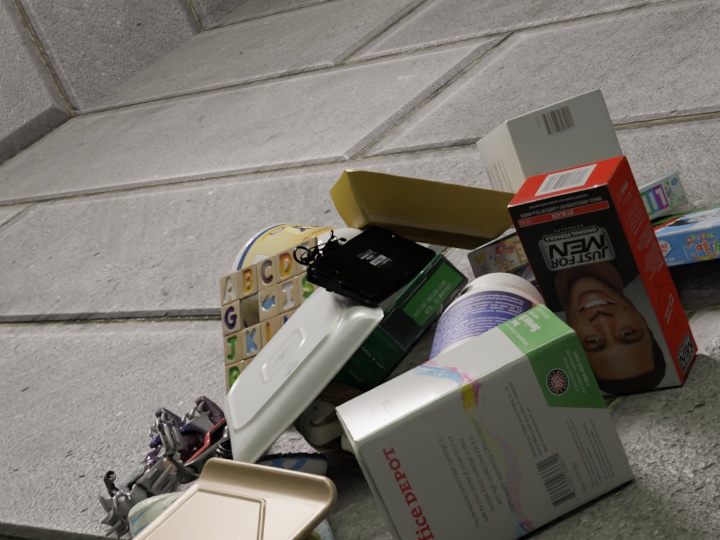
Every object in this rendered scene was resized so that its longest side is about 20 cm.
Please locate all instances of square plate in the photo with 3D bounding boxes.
[{"bbox_3d":[-0.064,0.087,1.566,0.200,0.028,0.198,-48,13,4],"label":"square plate"}]

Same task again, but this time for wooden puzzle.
[{"bbox_3d":[-0.133,0.245,1.396,0.184,0.037,0.200,1,38,47],"label":"wooden puzzle"}]

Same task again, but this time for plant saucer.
[{"bbox_3d":[0.068,-0.060,1.771,0.198,0.049,0.200,9,-5,-5],"label":"plant saucer"}]

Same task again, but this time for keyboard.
[{"bbox_3d":[0.000,0.000,1.596,0.103,0.040,0.200,25,19,14],"label":"keyboard"}]

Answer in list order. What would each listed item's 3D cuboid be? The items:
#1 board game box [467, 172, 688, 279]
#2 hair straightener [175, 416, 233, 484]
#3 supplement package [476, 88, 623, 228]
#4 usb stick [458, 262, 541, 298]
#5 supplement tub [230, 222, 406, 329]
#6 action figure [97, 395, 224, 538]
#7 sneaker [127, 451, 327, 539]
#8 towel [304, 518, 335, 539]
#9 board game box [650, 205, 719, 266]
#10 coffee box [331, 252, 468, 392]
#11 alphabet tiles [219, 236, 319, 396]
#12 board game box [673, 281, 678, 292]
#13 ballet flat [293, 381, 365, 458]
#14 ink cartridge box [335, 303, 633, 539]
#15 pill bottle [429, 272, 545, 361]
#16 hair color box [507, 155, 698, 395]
[{"bbox_3d":[0.225,-0.044,1.724,0.134,0.035,0.199,-23,2,-43],"label":"board game box"},{"bbox_3d":[-0.128,0.168,1.630,0.076,0.041,0.200,-21,1,19],"label":"hair straightener"},{"bbox_3d":[0.209,-0.119,1.817,0.113,0.111,0.200,-19,0,-7],"label":"supplement package"},{"bbox_3d":[0.158,0.018,1.676,0.055,0.033,0.200,-47,11,-30],"label":"usb stick"},{"bbox_3d":[-0.040,0.024,1.808,0.144,0.145,0.199,-35,22,-26],"label":"supplement tub"},{"bbox_3d":[-0.208,0.197,1.673,0.130,0.070,0.200,-34,7,26],"label":"action figure"},{"bbox_3d":[-0.118,0.222,1.541,0.198,0.073,0.072,-20,-11,-20],"label":"sneaker"},{"bbox_3d":[-0.111,0.274,1.408,0.198,0.048,0.171,-26,23,-2],"label":"towel"},{"bbox_3d":[0.352,-0.039,1.595,0.198,0.037,0.151,-10,7,35],"label":"board game box"},{"bbox_3d":[0.022,0.077,1.603,0.123,0.044,0.200,-45,-5,-40],"label":"coffee box"},{"bbox_3d":[-0.082,0.063,1.725,0.007,0.169,0.199,10,-22,-40],"label":"alphabet tiles"},{"bbox_3d":[0.212,0.036,1.623,0.198,0.039,0.158,-23,20,5],"label":"board game box"},{"bbox_3d":[-0.008,0.146,1.531,0.199,0.071,0.065,3,14,42],"label":"ballet flat"},{"bbox_3d":[0.099,0.141,1.337,0.199,0.146,0.088,-27,20,-6],"label":"ink cartridge box"},{"bbox_3d":[0.121,0.085,1.491,0.119,0.121,0.200,-19,22,17],"label":"pill bottle"},{"bbox_3d":[0.215,0.009,1.451,0.101,0.201,0.061,-12,23,33],"label":"hair color box"}]
